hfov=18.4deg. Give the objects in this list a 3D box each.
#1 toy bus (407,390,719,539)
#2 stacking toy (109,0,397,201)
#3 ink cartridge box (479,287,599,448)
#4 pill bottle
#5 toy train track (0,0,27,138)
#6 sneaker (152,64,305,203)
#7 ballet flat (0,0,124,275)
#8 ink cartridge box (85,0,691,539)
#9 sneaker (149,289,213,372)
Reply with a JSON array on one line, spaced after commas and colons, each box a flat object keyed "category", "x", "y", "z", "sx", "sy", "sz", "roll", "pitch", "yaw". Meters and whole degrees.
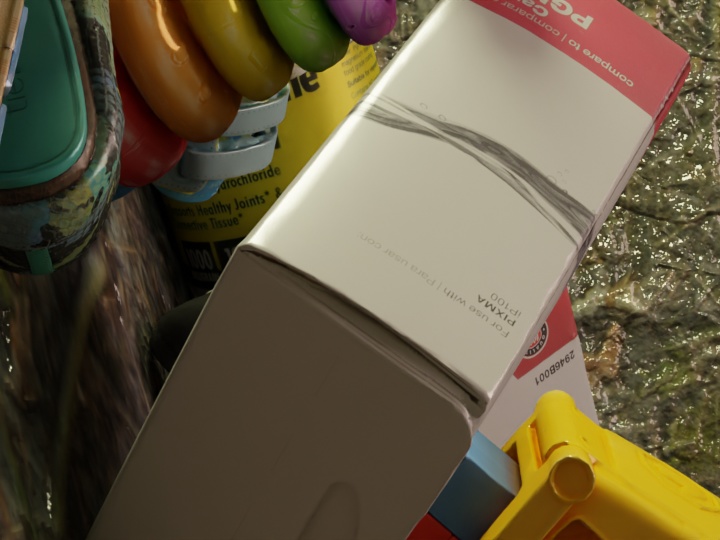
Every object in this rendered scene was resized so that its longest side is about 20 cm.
[{"category": "toy bus", "x": 0.053, "y": 0.145, "z": 0.867, "sx": 0.191, "sy": 0.201, "sz": 0.136, "roll": 36, "pitch": 10, "yaw": -7}, {"category": "stacking toy", "x": -0.027, "y": -0.102, "z": 0.722, "sx": 0.116, "sy": 0.198, "sz": 0.111, "roll": 7, "pitch": 65, "yaw": -76}, {"category": "ink cartridge box", "x": 0.044, "y": 0.105, "z": 1.084, "sx": 0.083, "sy": 0.144, "sz": 0.202, "roll": 13, "pitch": -54, "yaw": 47}, {"category": "pill bottle", "x": -0.050, "y": -0.090, "z": 0.985, "sx": 0.113, "sy": 0.111, "sz": 0.202, "roll": -90, "pitch": 162, "yaw": -74}, {"category": "toy train track", "x": -0.094, "y": -0.076, "z": 0.568, "sx": 0.033, "sy": 0.114, "sz": 0.201, "roll": -46, "pitch": -150, "yaw": 48}, {"category": "sneaker", "x": -0.026, "y": -0.088, "z": 0.820, "sx": 0.080, "sy": 0.198, "sz": 0.132, "roll": -41, "pitch": 131, "yaw": -58}, {"category": "ballet flat", "x": -0.105, "y": -0.087, "z": 0.646, "sx": 0.074, "sy": 0.073, "sz": 0.202, "roll": 66, "pitch": 16, "yaw": -59}, {"category": "ink cartridge box", "x": 0.012, "y": 0.009, "z": 0.686, "sx": 0.200, "sy": 0.082, "sz": 0.147, "roll": -53, "pitch": 175, "yaw": -50}, {"category": "sneaker", "x": 0.000, "y": 0.000, "z": 0.907, "sx": 0.074, "sy": 0.199, "sz": 0.089, "roll": 39, "pitch": -56, "yaw": 33}]
